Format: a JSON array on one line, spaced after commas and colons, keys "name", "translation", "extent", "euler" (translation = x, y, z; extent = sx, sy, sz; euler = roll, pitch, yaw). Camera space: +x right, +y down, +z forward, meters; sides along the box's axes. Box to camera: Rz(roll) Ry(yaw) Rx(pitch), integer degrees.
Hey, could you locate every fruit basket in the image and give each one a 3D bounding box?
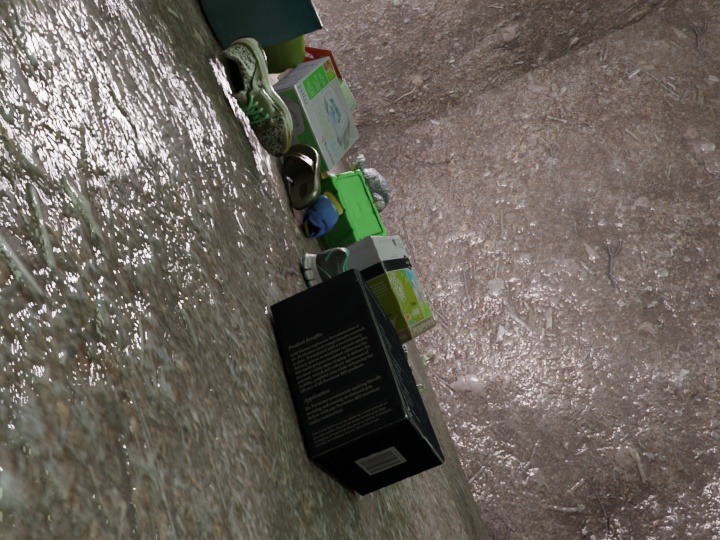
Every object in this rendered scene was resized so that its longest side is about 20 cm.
[{"name": "fruit basket", "translation": [-0.047, -0.109, 1.699], "extent": [0.214, 0.154, 0.219], "euler": [23, -59, 44]}]

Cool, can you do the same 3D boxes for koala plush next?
[{"name": "koala plush", "translation": [0.004, -0.218, 2.030], "extent": [0.200, 0.182, 0.179], "euler": [128, -61, -78]}]

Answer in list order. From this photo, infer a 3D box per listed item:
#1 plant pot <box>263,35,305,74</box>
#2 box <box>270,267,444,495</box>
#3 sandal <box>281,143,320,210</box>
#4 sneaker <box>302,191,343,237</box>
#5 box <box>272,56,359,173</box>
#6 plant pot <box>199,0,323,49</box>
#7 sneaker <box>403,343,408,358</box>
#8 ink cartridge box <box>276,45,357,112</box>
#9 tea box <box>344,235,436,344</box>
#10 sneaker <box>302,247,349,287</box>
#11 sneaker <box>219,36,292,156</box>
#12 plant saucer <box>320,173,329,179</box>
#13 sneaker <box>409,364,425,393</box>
[{"name": "plant pot", "translation": [-0.200, -0.556, 1.703], "extent": [0.201, 0.197, 0.192], "euler": [-107, -177, -53]}, {"name": "box", "translation": [-0.001, 0.141, 0.919], "extent": [0.200, 0.122, 0.199], "euler": [58, 11, -57]}, {"name": "sandal", "translation": [-0.119, -0.195, 1.471], "extent": [0.057, 0.079, 0.202], "euler": [46, 17, -34]}, {"name": "sneaker", "translation": [-0.089, -0.098, 1.495], "extent": [0.066, 0.078, 0.200], "euler": [49, -13, -1]}, {"name": "box", "translation": [-0.107, -0.339, 1.673], "extent": [0.177, 0.095, 0.202], "euler": [-55, 130, -49]}, {"name": "plant pot", "translation": [-0.192, -0.502, 1.385], "extent": [0.200, 0.186, 0.203], "euler": [-23, 90, -85]}, {"name": "sneaker", "translation": [0.063, 0.157, 1.581], "extent": [0.201, 0.073, 0.088], "euler": [-95, 173, -52]}, {"name": "ink cartridge box", "translation": [-0.122, -0.466, 1.839], "extent": [0.198, 0.045, 0.177], "euler": [21, -22, 34]}, {"name": "tea box", "translation": [0.030, 0.049, 1.414], "extent": [0.199, 0.132, 0.200], "euler": [68, 18, 3]}, {"name": "sneaker", "translation": [-0.023, 0.053, 1.267], "extent": [0.078, 0.090, 0.202], "euler": [-91, 157, -76]}, {"name": "sneaker", "translation": [-0.181, -0.277, 1.238], "extent": [0.089, 0.076, 0.202], "euler": [-40, 110, -56]}, {"name": "plant saucer", "translation": [-0.076, -0.156, 1.902], "extent": [0.200, 0.048, 0.202], "euler": [-90, 158, -78]}, {"name": "sneaker", "translation": [0.099, 0.273, 1.608], "extent": [0.077, 0.088, 0.202], "euler": [62, 8, -48]}]
